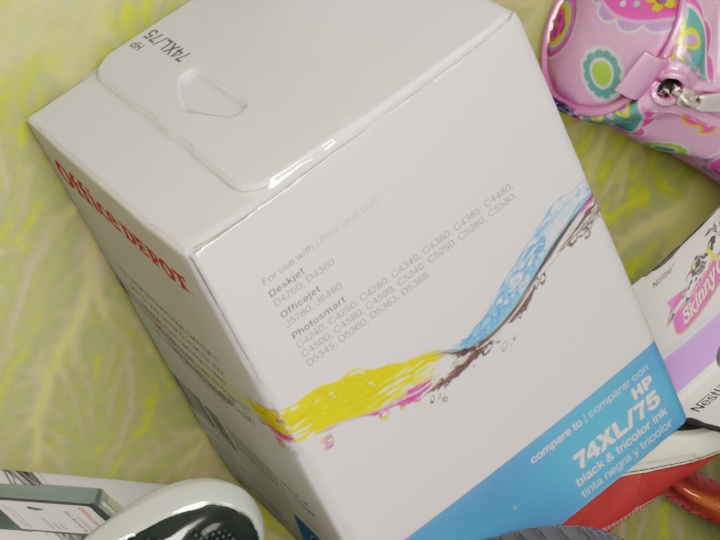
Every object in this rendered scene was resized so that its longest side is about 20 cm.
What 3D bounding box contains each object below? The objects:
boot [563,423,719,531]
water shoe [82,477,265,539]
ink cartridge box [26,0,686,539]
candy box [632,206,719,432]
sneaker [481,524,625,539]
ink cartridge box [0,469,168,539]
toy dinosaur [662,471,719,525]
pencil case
[{"bbox_3d":[0.089,0.106,1.021,0.199,0.072,0.145,-20,142,-35],"label":"boot"},{"bbox_3d":[-0.097,0.163,0.810,0.200,0.079,0.072,-46,127,-8],"label":"water shoe"},{"bbox_3d":[0.000,0.000,0.861,0.146,0.147,0.200,-36,126,-13],"label":"ink cartridge box"},{"bbox_3d":[0.244,0.013,0.968,0.199,0.072,0.168,17,135,-29],"label":"candy box"},{"bbox_3d":[0.015,0.157,0.830,0.199,0.070,0.082,-25,157,-6],"label":"sneaker"},{"bbox_3d":[-0.150,0.157,0.877,0.199,0.084,0.147,9,105,-34],"label":"ink cartridge box"},{"bbox_3d":[0.236,0.160,1.057,0.199,0.181,0.105,12,105,-34],"label":"toy dinosaur"},{"bbox_3d":[0.167,-0.072,0.970,0.199,0.087,0.088,21,99,-38],"label":"pencil case"}]
